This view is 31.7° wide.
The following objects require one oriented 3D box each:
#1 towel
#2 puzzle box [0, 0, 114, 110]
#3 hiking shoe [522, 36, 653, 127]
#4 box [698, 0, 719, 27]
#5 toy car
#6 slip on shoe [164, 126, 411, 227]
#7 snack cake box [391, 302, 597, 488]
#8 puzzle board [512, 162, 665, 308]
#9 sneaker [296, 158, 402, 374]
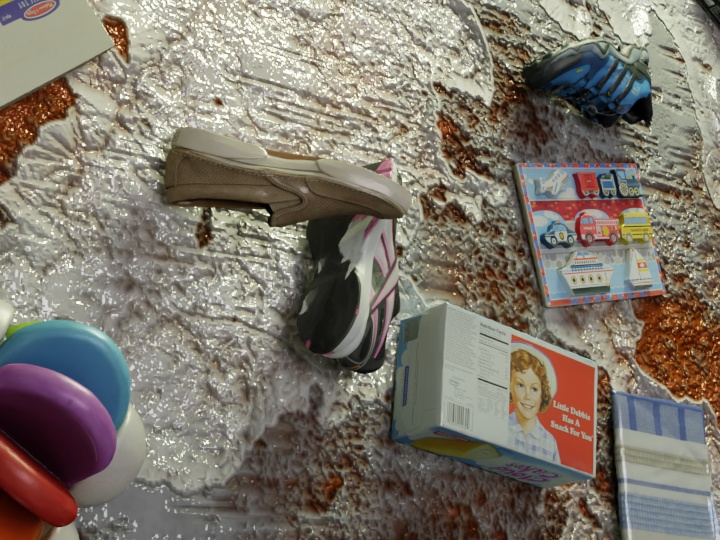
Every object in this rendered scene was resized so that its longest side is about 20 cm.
[{"bbox_3d":[0.313,0.230,1.303,0.146,0.024,0.201,13,65,-34],"label":"towel"},{"bbox_3d":[-0.290,-0.181,0.933,0.200,0.025,0.133,-39,101,-41],"label":"puzzle box"},{"bbox_3d":[0.257,-0.199,1.365,0.199,0.074,0.087,-8,80,-41],"label":"hiking shoe"},{"bbox_3d":[0.548,-0.339,1.599,0.200,0.163,0.086,43,53,-20],"label":"box"},{"bbox_3d":[-0.220,0.111,0.808,0.175,0.150,0.200,44,52,-19],"label":"toy car"},{"bbox_3d":[-0.060,-0.062,1.024,0.199,0.076,0.061,14,80,-10],"label":"slip on shoe"},{"bbox_3d":[0.126,0.117,1.154,0.199,0.067,0.116,22,60,-33],"label":"snack cake box"},{"bbox_3d":[0.249,-0.042,1.345,0.199,0.017,0.151,-4,78,-40],"label":"puzzle board"},{"bbox_3d":[0.000,0.000,1.097,0.086,0.080,0.201,47,49,-44],"label":"sneaker"}]
